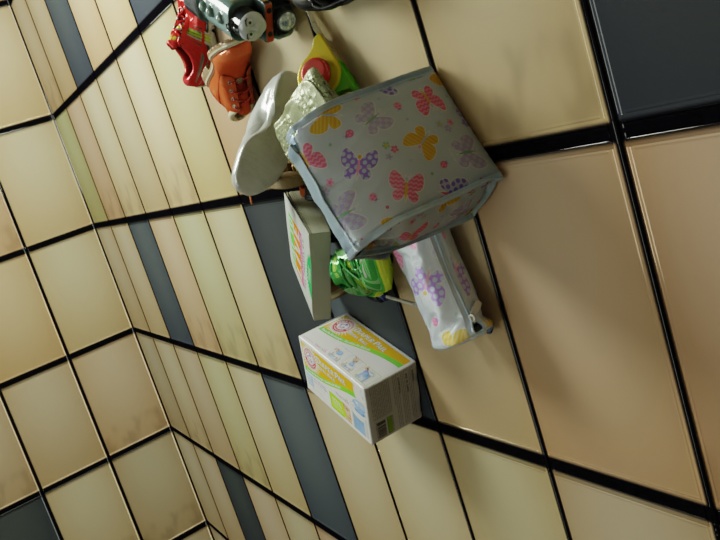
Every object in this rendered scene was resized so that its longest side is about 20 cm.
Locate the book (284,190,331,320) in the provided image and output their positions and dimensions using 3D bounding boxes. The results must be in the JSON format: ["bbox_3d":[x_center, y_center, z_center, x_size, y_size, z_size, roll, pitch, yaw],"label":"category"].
[{"bbox_3d":[-0.076,-0.028,1.247,0.200,0.047,0.135,-122,29,-64],"label":"book"}]

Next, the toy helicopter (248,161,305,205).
[{"bbox_3d":[-0.148,-0.160,1.300,0.199,0.131,0.080,28,135,51],"label":"toy helicopter"}]

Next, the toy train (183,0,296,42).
[{"bbox_3d":[-0.177,-0.389,1.194,0.200,0.113,0.086,44,146,38],"label":"toy train"}]

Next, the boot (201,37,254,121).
[{"bbox_3d":[-0.204,-0.318,1.356,0.108,0.074,0.200,62,162,1],"label":"boot"}]

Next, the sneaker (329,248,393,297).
[{"bbox_3d":[0.000,0.000,1.119,0.200,0.082,0.075,112,156,-73],"label":"sneaker"}]

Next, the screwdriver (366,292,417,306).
[{"bbox_3d":[0.040,0.040,1.182,0.200,0.029,0.028,-157,51,-75],"label":"screwdriver"}]

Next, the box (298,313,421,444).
[{"bbox_3d":[-0.003,0.169,1.327,0.199,0.101,0.114,31,137,49],"label":"box"}]

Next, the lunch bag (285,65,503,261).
[{"bbox_3d":[0.029,-0.115,0.933,0.171,0.199,0.127,58,152,15],"label":"lunch bag"}]

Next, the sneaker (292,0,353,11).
[{"bbox_3d":[-0.041,-0.358,0.999,0.199,0.083,0.078,9,119,59],"label":"sneaker"}]

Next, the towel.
[{"bbox_3d":[-0.038,-0.149,1.076,0.201,0.036,0.148,55,145,10],"label":"towel"}]

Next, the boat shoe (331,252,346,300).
[{"bbox_3d":[-0.044,0.009,1.311,0.200,0.071,0.065,-17,97,65],"label":"boat shoe"}]

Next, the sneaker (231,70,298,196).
[{"bbox_3d":[-0.148,-0.202,1.236,0.075,0.202,0.088,32,163,-33],"label":"sneaker"}]

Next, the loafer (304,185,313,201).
[{"bbox_3d":[-0.022,-0.144,1.160,0.199,0.072,0.073,-15,89,54],"label":"loafer"}]

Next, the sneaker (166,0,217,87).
[{"bbox_3d":[-0.302,-0.419,1.433,0.077,0.084,0.202,24,132,52],"label":"sneaker"}]

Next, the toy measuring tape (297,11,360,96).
[{"bbox_3d":[-0.068,-0.290,1.116,0.201,0.073,0.074,60,153,17],"label":"toy measuring tape"}]

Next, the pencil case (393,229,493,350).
[{"bbox_3d":[0.094,0.001,1.031,0.091,0.082,0.202,119,127,-84],"label":"pencil case"}]

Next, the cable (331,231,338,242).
[{"bbox_3d":[-0.017,-0.061,1.264,0.098,0.050,0.200,57,167,-8],"label":"cable"}]
